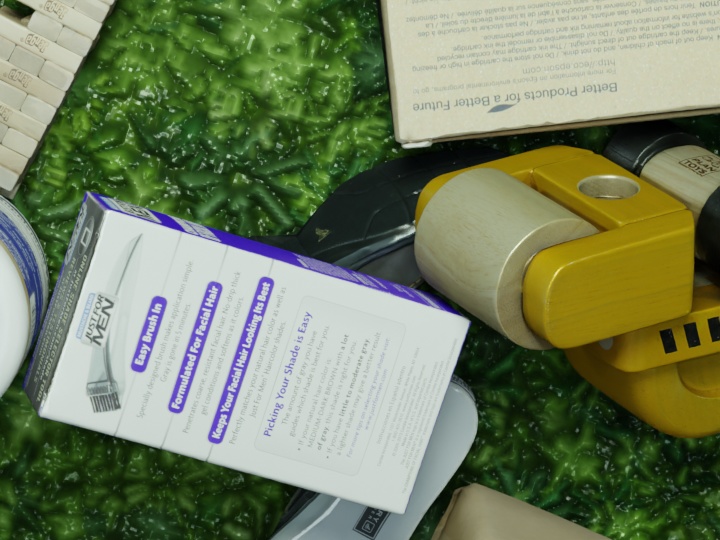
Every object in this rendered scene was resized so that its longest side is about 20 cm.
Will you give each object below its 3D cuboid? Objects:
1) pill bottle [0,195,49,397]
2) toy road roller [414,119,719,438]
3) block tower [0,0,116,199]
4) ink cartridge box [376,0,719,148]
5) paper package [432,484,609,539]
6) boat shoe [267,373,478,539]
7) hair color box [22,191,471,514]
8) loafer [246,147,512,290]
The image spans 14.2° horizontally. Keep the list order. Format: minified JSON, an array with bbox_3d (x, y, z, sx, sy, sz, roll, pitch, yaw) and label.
[{"bbox_3d":[-0.217,0.013,1.461,0.115,0.200,0.116,0,97,-2],"label":"pill bottle"},{"bbox_3d":[0.131,0.017,1.489,0.199,0.123,0.146,-12,117,-28],"label":"toy road roller"},{"bbox_3d":[-0.161,-0.135,1.514,0.054,0.058,0.200,28,98,-4],"label":"block tower"},{"bbox_3d":[0.107,-0.158,1.506,0.199,0.075,0.165,-6,100,-1],"label":"ink cartridge box"},{"bbox_3d":[0.123,0.209,1.488,0.190,0.200,0.104,23,98,-5],"label":"paper package"},{"bbox_3d":[-0.006,0.135,1.555,0.069,0.057,0.200,36,96,-15],"label":"boat shoe"},{"bbox_3d":[-0.058,0.042,1.457,0.199,0.065,0.110,17,97,-19],"label":"hair color box"},{"bbox_3d":[0.000,0.000,1.537,0.199,0.073,0.072,-25,123,1],"label":"loafer"}]
